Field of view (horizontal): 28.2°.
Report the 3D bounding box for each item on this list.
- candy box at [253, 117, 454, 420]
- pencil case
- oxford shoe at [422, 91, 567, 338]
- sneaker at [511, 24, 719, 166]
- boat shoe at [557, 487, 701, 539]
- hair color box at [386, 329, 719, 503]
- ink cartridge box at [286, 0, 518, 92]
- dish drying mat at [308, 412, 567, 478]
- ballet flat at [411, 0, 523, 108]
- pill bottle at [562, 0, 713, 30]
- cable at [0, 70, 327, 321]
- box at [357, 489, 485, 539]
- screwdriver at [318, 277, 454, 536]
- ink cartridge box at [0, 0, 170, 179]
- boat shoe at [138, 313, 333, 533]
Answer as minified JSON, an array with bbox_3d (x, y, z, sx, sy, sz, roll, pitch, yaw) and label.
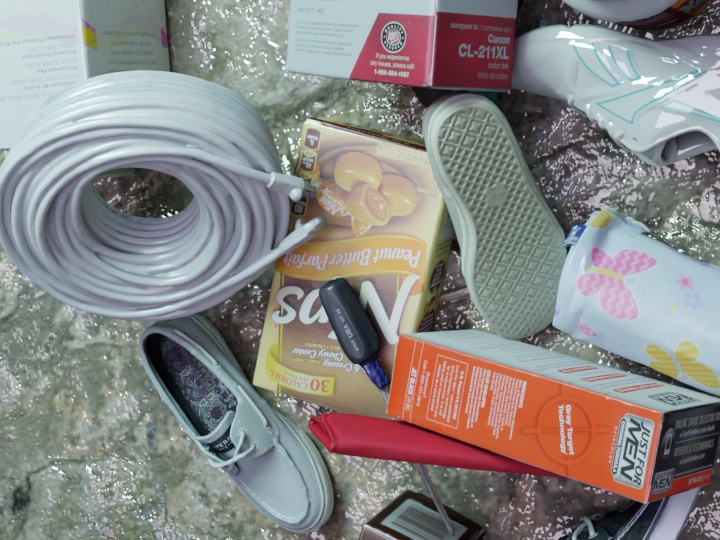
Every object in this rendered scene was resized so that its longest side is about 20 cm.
[{"bbox_3d":[0.000,0.000,1.039,0.115,0.055,0.202,15,101,17],"label":"candy box"},{"bbox_3d":[0.226,0.031,0.946,0.199,0.091,0.083,24,146,17],"label":"pencil case"},{"bbox_3d":[0.092,-0.040,0.976,0.075,0.058,0.201,-23,122,1],"label":"oxford shoe"},{"bbox_3d":[0.172,-0.112,0.918,0.199,0.070,0.081,11,91,34],"label":"sneaker"},{"bbox_3d":[0.169,0.202,0.997,0.068,0.072,0.201,33,113,12],"label":"boat shoe"},{"bbox_3d":[0.127,0.091,0.951,0.199,0.101,0.062,14,99,37],"label":"hair color box"},{"bbox_3d":[0.031,-0.224,0.936,0.145,0.082,0.202,15,104,47],"label":"ink cartridge box"},{"bbox_3d":[0.068,0.119,0.968,0.198,0.077,0.018,9,95,-15],"label":"dish drying mat"},{"bbox_3d":[0.086,-0.196,0.981,0.068,0.068,0.201,32,107,28],"label":"ballet flat"},{"bbox_3d":[0.166,-0.206,0.876,0.109,0.200,0.111,3,98,20],"label":"pill bottle"},{"bbox_3d":[-0.148,-0.050,0.987,0.199,0.070,0.200,33,124,-32],"label":"cable"},{"bbox_3d":[0.016,0.273,1.043,0.074,0.100,0.201,24,105,16],"label":"box"},{"bbox_3d":[0.026,0.095,1.007,0.029,0.028,0.201,-31,96,-10],"label":"screwdriver"},{"bbox_3d":[-0.225,-0.166,1.063,0.124,0.128,0.202,-2,96,21],"label":"ink cartridge box"},{"bbox_3d":[-0.100,0.120,1.082,0.070,0.071,0.201,-41,82,20],"label":"boat shoe"}]
